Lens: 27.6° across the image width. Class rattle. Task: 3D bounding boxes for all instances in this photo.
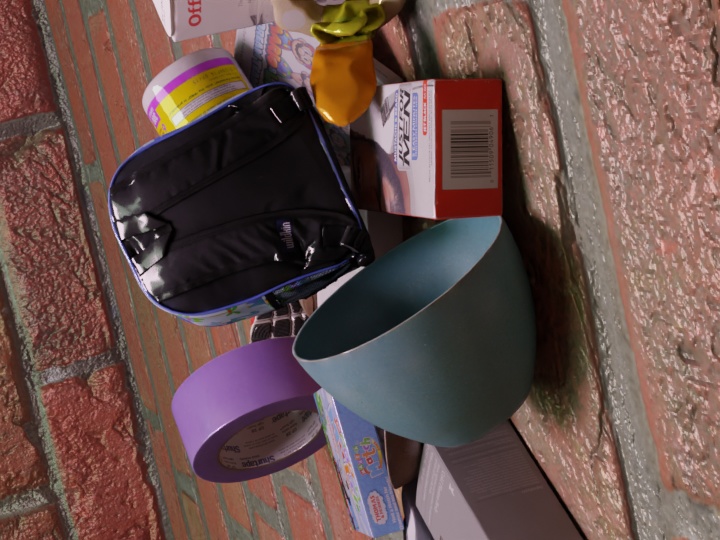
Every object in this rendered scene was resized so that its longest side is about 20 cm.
[{"bbox_3d":[-0.016,-0.246,1.203,0.200,0.130,0.143,115,178,-47],"label":"rattle"}]

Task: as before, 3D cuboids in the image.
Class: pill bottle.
[{"bbox_3d":[-0.122,-0.110,1.426,0.200,0.104,0.104,57,158,13],"label":"pill bottle"}]

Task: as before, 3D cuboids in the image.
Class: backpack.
[{"bbox_3d":[-0.106,-0.046,1.291,0.147,0.200,0.183,56,-170,-81],"label":"backpack"}]

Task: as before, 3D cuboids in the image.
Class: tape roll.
[{"bbox_3d":[-0.122,0.171,1.772,0.200,0.200,0.085,104,147,-56],"label":"tape roll"}]

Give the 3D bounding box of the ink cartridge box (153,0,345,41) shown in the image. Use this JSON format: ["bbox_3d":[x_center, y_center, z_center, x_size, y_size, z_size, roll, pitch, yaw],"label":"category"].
[{"bbox_3d":[-0.086,-0.298,1.290,0.147,0.200,0.083,96,153,-47],"label":"ink cartridge box"}]

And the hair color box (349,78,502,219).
[{"bbox_3d":[0.051,-0.102,1.231,0.200,0.064,0.111,-167,76,-71],"label":"hair color box"}]

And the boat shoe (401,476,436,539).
[{"bbox_3d":[0.070,0.250,1.381,0.200,0.070,0.066,-94,16,-57],"label":"boat shoe"}]

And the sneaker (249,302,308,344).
[{"bbox_3d":[-0.099,0.025,1.797,0.085,0.077,0.200,-136,51,-70],"label":"sneaker"}]

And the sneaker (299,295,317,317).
[{"bbox_3d":[-0.017,0.023,1.552,0.200,0.070,0.076,106,142,-59],"label":"sneaker"}]

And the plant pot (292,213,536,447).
[{"bbox_3d":[0.064,0.063,1.187,0.135,0.200,0.200,56,166,-15],"label":"plant pot"}]

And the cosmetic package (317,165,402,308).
[{"bbox_3d":[0.000,0.000,1.426,0.083,0.051,0.200,8,104,46],"label":"cosmetic package"}]

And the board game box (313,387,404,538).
[{"bbox_3d":[-0.004,0.184,1.453,0.200,0.037,0.151,128,126,-80],"label":"board game box"}]

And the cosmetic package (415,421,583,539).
[{"bbox_3d":[0.127,0.235,1.264,0.200,0.090,0.107,-118,25,-45],"label":"cosmetic package"}]

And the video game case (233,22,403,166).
[{"bbox_3d":[-0.050,-0.172,1.432,0.182,0.024,0.200,38,151,13],"label":"video game case"}]

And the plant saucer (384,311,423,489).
[{"bbox_3d":[0.050,0.102,1.356,0.200,0.032,0.200,0,-90,-82],"label":"plant saucer"}]

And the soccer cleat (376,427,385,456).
[{"bbox_3d":[0.023,0.130,1.501,0.085,0.069,0.200,70,176,-57],"label":"soccer cleat"}]
